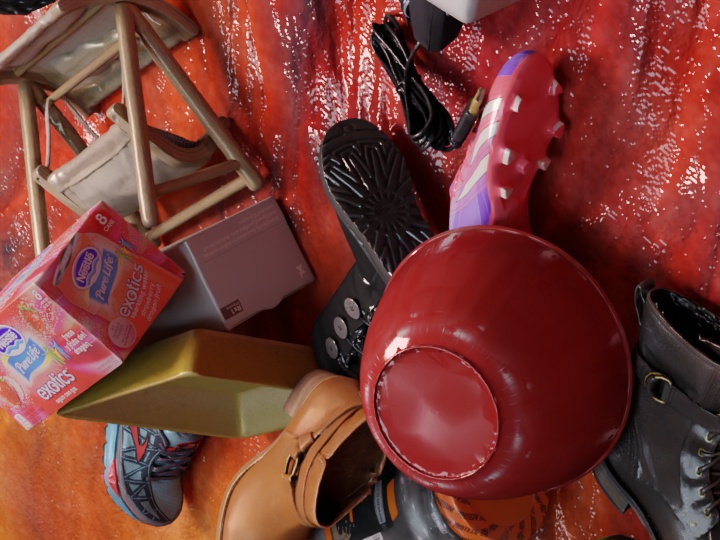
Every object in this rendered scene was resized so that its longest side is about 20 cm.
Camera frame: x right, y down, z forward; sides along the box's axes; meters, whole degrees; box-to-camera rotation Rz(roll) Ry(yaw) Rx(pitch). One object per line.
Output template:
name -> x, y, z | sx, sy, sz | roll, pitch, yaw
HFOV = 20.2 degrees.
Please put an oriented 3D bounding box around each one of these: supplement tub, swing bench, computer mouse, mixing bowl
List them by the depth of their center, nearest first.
computer mouse -> 0.054, -0.174, 1.383 | 0.200, 0.046, 0.141 | -60, 44, 47
mixing bowl -> 0.075, 0.080, 1.383 | 0.199, 0.108, 0.202 | 11, 113, 27
supplement tub -> 0.050, 0.189, 1.574 | 0.200, 0.122, 0.123 | -32, 87, 51
swing bench -> -0.211, -0.117, 1.686 | 0.199, 0.129, 0.201 | -25, 87, 52

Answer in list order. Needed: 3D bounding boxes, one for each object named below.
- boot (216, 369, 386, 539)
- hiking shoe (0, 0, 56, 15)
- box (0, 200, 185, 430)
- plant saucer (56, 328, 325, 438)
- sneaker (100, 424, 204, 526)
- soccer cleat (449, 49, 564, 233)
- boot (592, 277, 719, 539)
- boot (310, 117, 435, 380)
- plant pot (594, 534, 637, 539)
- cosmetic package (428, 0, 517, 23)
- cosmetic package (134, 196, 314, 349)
boot -> -0.044, 0.175, 1.523 | 0.201, 0.073, 0.155 | -70, 19, 4
hiking shoe -> -0.242, -0.295, 1.612 | 0.201, 0.074, 0.087 | -54, 48, 4
box -> -0.240, 0.039, 1.632 | 0.095, 0.103, 0.200 | 42, 145, -11
plant saucer -> -0.118, 0.092, 1.666 | 0.199, 0.199, 0.049 | -18, 68, 48
sneaker -> -0.186, 0.155, 1.853 | 0.095, 0.079, 0.201 | 17, 124, 39
soccer cleat -> 0.093, -0.071, 1.424 | 0.076, 0.066, 0.201 | 35, 137, 36
boot -> 0.239, 0.121, 1.367 | 0.200, 0.069, 0.175 | 41, 138, 27
boot -> 0.000, 0.001, 1.565 | 0.200, 0.065, 0.166 | 110, 140, -61
plant pot -> 0.205, 0.295, 1.436 | 0.190, 0.199, 0.201 | 52, 142, 32
cosmetic package -> 0.082, -0.279, 1.201 | 0.165, 0.199, 0.166 | 36, 135, 28
cosmetic package -> -0.142, 0.015, 1.701 | 0.200, 0.107, 0.091 | -26, 93, 50
